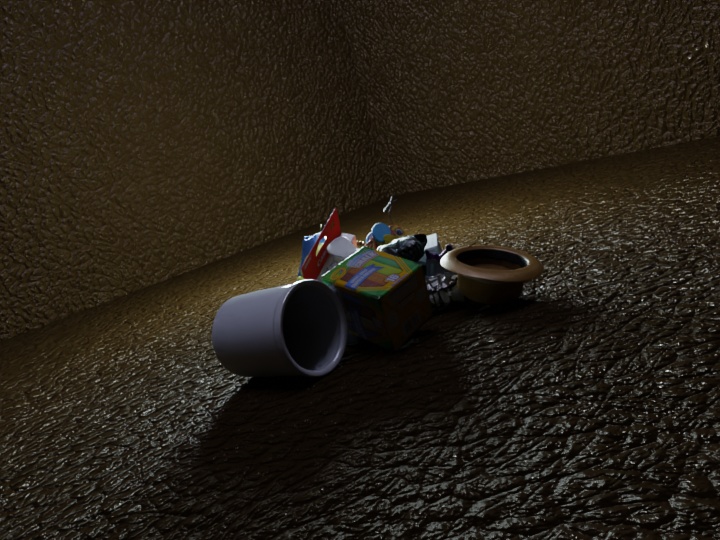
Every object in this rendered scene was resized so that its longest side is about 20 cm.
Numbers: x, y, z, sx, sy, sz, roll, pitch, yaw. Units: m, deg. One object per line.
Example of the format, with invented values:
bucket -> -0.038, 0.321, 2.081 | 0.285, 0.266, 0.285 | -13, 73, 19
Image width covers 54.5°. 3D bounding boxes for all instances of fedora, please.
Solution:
fedora -> 0.254, 0.012, 1.370 | 0.199, 0.082, 0.201 | 0, 22, 0

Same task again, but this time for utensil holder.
utensil holder -> -0.153, 0.113, 1.285 | 0.199, 0.171, 0.170 | -10, 12, 40

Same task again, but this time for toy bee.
toy bee -> 0.071, -0.071, 1.665 | 0.201, 0.108, 0.131 | -57, 0, -5

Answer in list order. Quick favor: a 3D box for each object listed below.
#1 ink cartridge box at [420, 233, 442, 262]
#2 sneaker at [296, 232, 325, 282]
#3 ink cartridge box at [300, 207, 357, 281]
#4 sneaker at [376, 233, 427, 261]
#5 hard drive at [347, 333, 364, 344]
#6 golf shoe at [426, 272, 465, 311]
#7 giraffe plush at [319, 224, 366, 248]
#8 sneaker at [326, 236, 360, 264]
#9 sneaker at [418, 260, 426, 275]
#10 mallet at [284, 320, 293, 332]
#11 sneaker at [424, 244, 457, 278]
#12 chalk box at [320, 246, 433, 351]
ink cartridge box -> 0.124, -0.018, 1.789 | 0.174, 0.084, 0.200 | -16, 10, 9
sneaker -> -0.116, -0.021, 1.734 | 0.075, 0.106, 0.200 | 3, -30, -24
ink cartridge box -> -0.064, -0.013, 1.597 | 0.043, 0.174, 0.201 | 13, 52, 18
sneaker -> 0.091, -0.040, 1.521 | 0.079, 0.076, 0.200 | -24, 11, 24
hard drive -> 0.002, 0.103, 1.461 | 0.139, 0.038, 0.200 | -8, 12, 39
golf shoe -> 0.157, 0.046, 1.420 | 0.094, 0.078, 0.199 | -5, 16, 46
giraffe plush -> -0.040, -0.030, 1.950 | 0.161, 0.201, 0.173 | 8, 44, 0
sneaker -> 0.000, 0.000, 1.506 | 0.075, 0.089, 0.200 | -35, 36, -3
sneaker -> 0.094, 0.033, 1.588 | 0.199, 0.084, 0.121 | -19, 1, -20
mallet -> -0.152, 0.124, 1.481 | 0.066, 0.041, 0.200 | -25, -3, -25
sneaker -> 0.232, -0.019, 1.560 | 0.199, 0.088, 0.074 | -10, 11, -30
chalk box -> 0.016, 0.043, 1.314 | 0.199, 0.124, 0.124 | 19, 45, 41
